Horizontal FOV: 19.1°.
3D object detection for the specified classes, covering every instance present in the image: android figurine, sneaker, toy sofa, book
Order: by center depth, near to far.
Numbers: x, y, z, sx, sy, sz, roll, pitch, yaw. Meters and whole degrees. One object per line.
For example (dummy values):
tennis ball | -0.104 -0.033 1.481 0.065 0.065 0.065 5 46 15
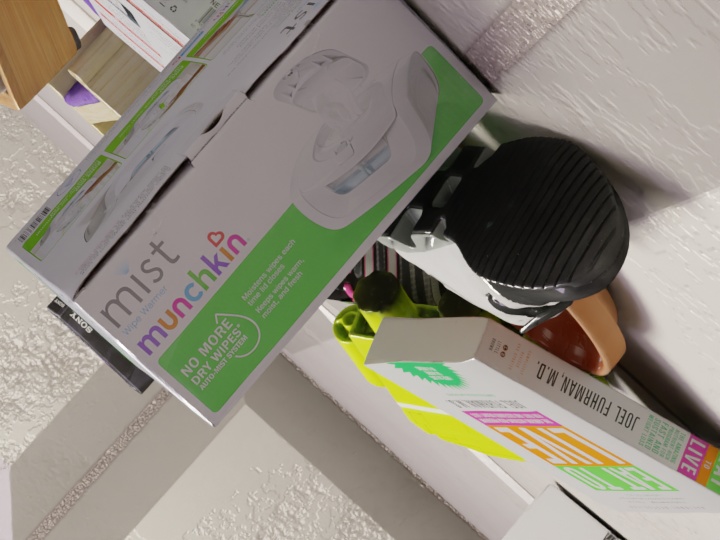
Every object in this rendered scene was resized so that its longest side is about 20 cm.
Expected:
sneaker | 0.080 -0.011 0.989 0.088 0.074 0.200 39 173 -24
book | 0.117 0.082 1.254 0.200 0.048 0.134 29 166 -22
android figurine | 0.072 0.067 1.385 0.182 0.041 0.200 7 152 32
sneaker | 0.000 0.000 1.441 0.200 0.087 0.074 42 173 0
toy sofa | -0.175 -0.154 1.496 0.098 0.083 0.200 43 173 -12

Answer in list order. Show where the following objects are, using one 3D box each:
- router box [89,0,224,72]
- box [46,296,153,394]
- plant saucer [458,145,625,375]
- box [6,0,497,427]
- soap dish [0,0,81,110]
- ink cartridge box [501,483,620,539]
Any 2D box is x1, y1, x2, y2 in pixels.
router box | -0.088 -0.137 1.245 0.200 0.049 0.180 40 173 16
box | -0.210 0.011 2.227 0.143 0.200 0.036 47 171 -36
plant saucer | 0.068 -0.020 1.171 0.200 0.032 0.200 41 173 6
box | -0.059 -0.046 1.021 0.097 0.200 0.176 44 172 -20
soap dish | -0.261 -0.210 1.401 0.157 0.081 0.200 25 137 67
ink cartridge box | 0.239 0.309 2.036 0.200 0.084 0.145 39 172 27
